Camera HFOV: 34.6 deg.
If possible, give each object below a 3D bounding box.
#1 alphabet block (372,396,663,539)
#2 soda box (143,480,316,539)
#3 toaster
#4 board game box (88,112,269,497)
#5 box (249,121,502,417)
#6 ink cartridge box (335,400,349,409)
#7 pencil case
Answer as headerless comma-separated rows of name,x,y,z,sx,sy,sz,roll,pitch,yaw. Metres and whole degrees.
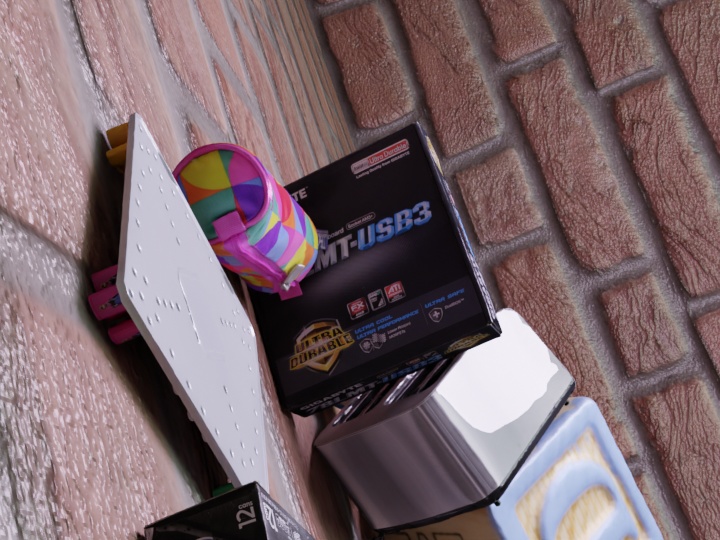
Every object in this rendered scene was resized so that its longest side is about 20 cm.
alphabet block,0.157,0.264,1.191,0.199,0.195,0.198,-14,-74,51
soda box,-0.044,0.184,0.616,0.200,0.063,0.071,61,11,-58
toaster,0.072,0.145,1.059,0.119,0.180,0.200,52,48,-8
board game box,-0.110,0.032,0.722,0.201,0.026,0.201,-102,171,-54
box,0.000,0.000,1.017,0.050,0.198,0.200,35,34,-65
ink cartridge box,0.001,0.070,1.174,0.117,0.067,0.200,-61,157,-15
pencil case,-0.086,-0.036,0.920,0.200,0.088,0.089,46,24,-73
